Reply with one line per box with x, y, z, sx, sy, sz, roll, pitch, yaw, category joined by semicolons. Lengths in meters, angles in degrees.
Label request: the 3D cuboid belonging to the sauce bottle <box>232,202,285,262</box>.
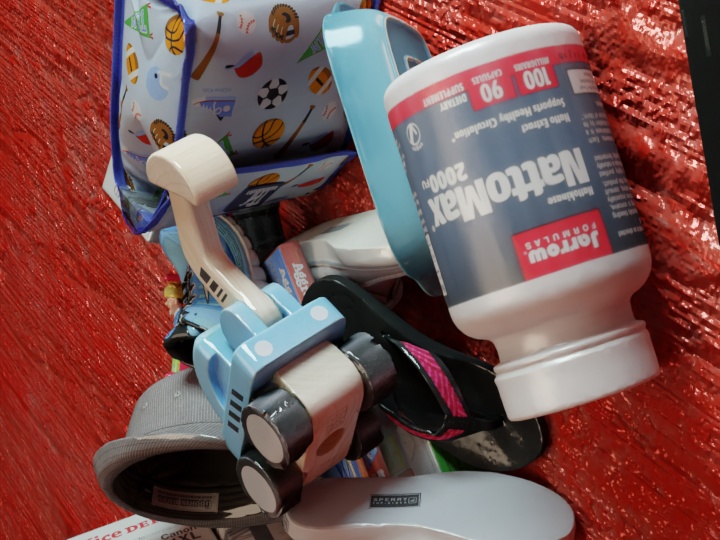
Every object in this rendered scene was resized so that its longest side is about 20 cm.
-0.070;0.036;1.062;0.066;0.066;0.202;-6;98;58;sauce bottle

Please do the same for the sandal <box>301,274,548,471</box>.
0.035;0.077;0.866;0.199;0.045;0.075;33;119;14;sandal

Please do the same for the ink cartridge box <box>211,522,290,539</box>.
-0.073;0.269;1.109;0.146;0.084;0.200;92;155;-43;ink cartridge box

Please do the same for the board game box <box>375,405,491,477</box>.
0.031;0.172;0.980;0.200;0.040;0.154;-41;68;56;board game box

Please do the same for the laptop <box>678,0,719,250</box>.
0.242;-0.059;0.575;0.200;0.115;0.189;-127;26;-83;laptop

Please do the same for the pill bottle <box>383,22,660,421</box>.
0.097;-0.025;0.717;0.119;0.119;0.202;-25;82;58;pill bottle

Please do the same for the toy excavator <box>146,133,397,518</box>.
-0.076;0.034;0.848;0.200;0.100;0.195;43;145;23;toy excavator

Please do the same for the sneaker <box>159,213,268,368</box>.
-0.114;0.026;0.968;0.200;0.089;0.079;52;151;39;sneaker

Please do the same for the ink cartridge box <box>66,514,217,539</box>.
-0.170;0.292;1.047;0.200;0.145;0.083;43;146;54;ink cartridge box

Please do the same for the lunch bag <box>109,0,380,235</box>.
-0.088;-0.123;0.926;0.124;0.169;0.201;46;137;36;lunch bag

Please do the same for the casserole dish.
0.033;-0.084;0.815;0.039;0.121;0.202;-19;84;22;casserole dish

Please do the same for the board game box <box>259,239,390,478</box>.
-0.033;0.084;0.968;0.201;0.019;0.103;69;158;6;board game box

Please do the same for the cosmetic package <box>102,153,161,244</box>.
-0.143;-0.130;1.060;0.102;0.074;0.201;43;120;42;cosmetic package

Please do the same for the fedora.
-0.113;0.134;1.002;0.199;0.176;0.091;-23;50;37;fedora

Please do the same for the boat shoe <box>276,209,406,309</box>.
0.000;0.000;0.936;0.199;0.072;0.069;-8;110;57;boat shoe

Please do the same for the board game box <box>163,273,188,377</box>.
-0.158;0.045;1.134;0.201;0.039;0.159;-89;6;-48;board game box

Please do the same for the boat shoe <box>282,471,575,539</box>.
0.047;0.178;0.861;0.198;0.069;0.057;0;124;14;boat shoe
